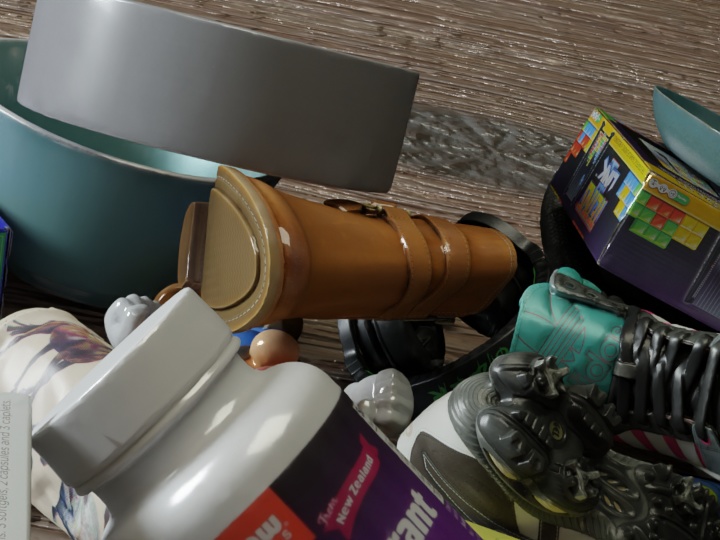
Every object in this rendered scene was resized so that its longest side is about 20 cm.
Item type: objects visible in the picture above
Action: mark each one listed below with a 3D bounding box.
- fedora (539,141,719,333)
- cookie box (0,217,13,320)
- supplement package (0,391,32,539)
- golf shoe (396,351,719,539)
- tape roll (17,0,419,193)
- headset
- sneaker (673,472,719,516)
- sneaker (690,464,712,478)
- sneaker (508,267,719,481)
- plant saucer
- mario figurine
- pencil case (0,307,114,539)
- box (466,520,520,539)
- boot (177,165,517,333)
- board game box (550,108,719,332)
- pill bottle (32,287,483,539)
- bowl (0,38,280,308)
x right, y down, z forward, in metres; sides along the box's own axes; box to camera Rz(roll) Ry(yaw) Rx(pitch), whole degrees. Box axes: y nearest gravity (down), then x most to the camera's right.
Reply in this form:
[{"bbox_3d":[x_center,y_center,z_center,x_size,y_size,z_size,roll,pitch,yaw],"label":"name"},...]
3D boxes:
[{"bbox_3d":[0.174,0.016,1.079,0.200,0.092,0.201,17,47,-19],"label":"fedora"},{"bbox_3d":[-0.312,-0.021,0.971,0.200,0.075,0.171,-4,28,-32],"label":"cookie box"},{"bbox_3d":[-0.214,0.130,0.583,0.199,0.151,0.152,6,24,-13],"label":"supplement package"},{"bbox_3d":[0.099,0.118,0.812,0.200,0.094,0.078,48,44,-18],"label":"golf shoe"},{"bbox_3d":[-0.073,-0.095,0.936,0.200,0.066,0.200,13,6,-1],"label":"tape roll"},{"bbox_3d":[0.051,0.027,1.020,0.123,0.094,0.200,-31,25,3],"label":"headset"},{"bbox_3d":[0.208,0.140,0.894,0.199,0.071,0.083,9,3,-4],"label":"sneaker"},{"bbox_3d":[0.286,0.102,1.005,0.199,0.081,0.146,12,10,17],"label":"sneaker"},{"bbox_3d":[0.129,0.047,0.844,0.120,0.084,0.200,16,-6,-17],"label":"sneaker"},{"bbox_3d":[0.242,-0.040,0.995,0.200,0.027,0.200,28,13,-7],"label":"plant saucer"},{"bbox_3d":[-0.051,0.046,0.904,0.123,0.106,0.200,-27,22,-3],"label":"mario figurine"},{"bbox_3d":[-0.102,0.098,0.801,0.200,0.090,0.078,34,12,38],"label":"pencil case"},{"bbox_3d":[0.094,0.165,0.753,0.199,0.075,0.050,19,28,13],"label":"box"},{"bbox_3d":[0.000,0.000,0.860,0.155,0.077,0.200,6,-5,-12],"label":"boot"},{"bbox_3d":[0.207,-0.001,0.953,0.200,0.057,0.165,28,14,-9],"label":"board game box"},{"bbox_3d":[-0.025,0.106,0.672,0.200,0.111,0.111,47,24,-6],"label":"pill bottle"},{"bbox_3d":[-0.151,-0.049,1.058,0.200,0.105,0.201,18,19,-7],"label":"bowl"}]
